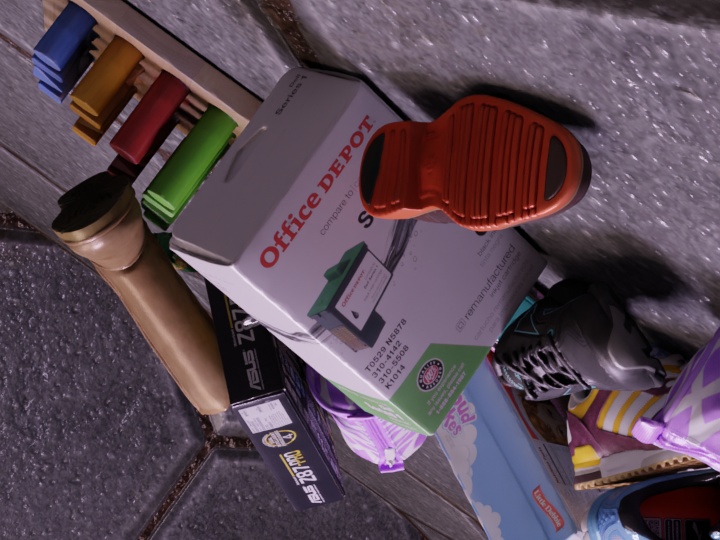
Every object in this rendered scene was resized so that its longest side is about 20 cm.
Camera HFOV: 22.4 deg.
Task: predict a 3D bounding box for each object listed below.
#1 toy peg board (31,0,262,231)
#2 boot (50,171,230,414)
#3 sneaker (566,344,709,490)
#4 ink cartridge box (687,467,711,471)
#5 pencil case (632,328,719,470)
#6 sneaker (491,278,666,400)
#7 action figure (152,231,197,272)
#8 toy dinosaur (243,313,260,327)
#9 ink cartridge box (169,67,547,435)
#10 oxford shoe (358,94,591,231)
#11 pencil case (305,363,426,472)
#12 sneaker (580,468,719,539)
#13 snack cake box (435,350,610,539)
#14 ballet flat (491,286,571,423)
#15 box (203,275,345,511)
[{"bbox_3d":[-0.179,-0.121,1.386,0.199,0.098,0.200,36,170,-4],"label":"toy peg board"},{"bbox_3d":[-0.152,0.023,1.385,0.200,0.066,0.175,58,-179,-14],"label":"boot"},{"bbox_3d":[0.198,0.085,1.170,0.075,0.090,0.200,2,163,-34],"label":"sneaker"},{"bbox_3d":[0.289,0.165,1.325,0.094,0.044,0.200,34,170,20],"label":"ink cartridge box"},{"bbox_3d":[0.259,0.116,1.025,0.200,0.086,0.084,34,158,13],"label":"pencil case"},{"bbox_3d":[0.132,0.055,1.127,0.075,0.079,0.200,57,177,-3],"label":"sneaker"},{"bbox_3d":[-0.090,-0.007,1.498,0.200,0.055,0.118,8,171,-16],"label":"action figure"},{"bbox_3d":[0.000,0.000,1.279,0.136,0.200,0.102,13,-162,9],"label":"toy dinosaur"},{"bbox_3d":[0.001,-0.012,1.153,0.200,0.146,0.084,41,168,-33],"label":"ink cartridge box"},{"bbox_3d":[0.075,-0.055,0.993,0.072,0.071,0.200,8,-179,-28],"label":"oxford shoe"},{"bbox_3d":[0.008,0.102,1.451,0.084,0.086,0.200,-2,161,10],"label":"pencil case"},{"bbox_3d":[0.247,0.164,1.159,0.200,0.078,0.090,-3,161,-7],"label":"sneaker"},{"bbox_3d":[0.124,0.134,1.320,0.115,0.067,0.200,17,-144,-45],"label":"snack cake box"},{"bbox_3d":[0.153,0.070,1.301,0.200,0.069,0.071,40,-172,-6],"label":"ballet flat"},{"bbox_3d":[-0.068,0.075,1.412,0.200,0.049,0.161,65,-170,-58],"label":"box"}]
